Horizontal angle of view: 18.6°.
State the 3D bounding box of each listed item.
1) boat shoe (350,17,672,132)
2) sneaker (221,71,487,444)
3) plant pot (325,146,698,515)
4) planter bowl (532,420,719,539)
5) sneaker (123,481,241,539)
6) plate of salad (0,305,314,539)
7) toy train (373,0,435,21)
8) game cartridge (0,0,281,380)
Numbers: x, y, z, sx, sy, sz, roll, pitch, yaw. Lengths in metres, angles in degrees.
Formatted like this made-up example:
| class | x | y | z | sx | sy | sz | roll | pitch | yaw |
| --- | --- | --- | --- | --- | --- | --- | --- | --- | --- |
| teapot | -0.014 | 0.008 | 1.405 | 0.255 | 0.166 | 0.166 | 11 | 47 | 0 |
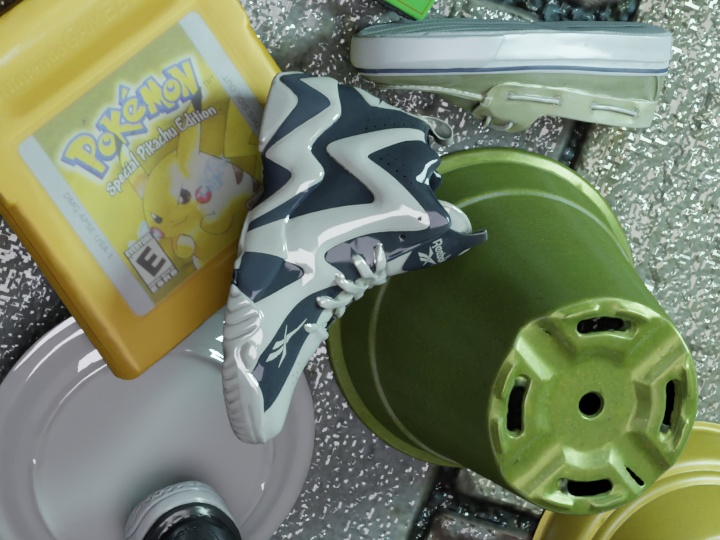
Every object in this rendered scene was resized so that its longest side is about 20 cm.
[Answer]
| class | x | y | z | sx | sy | sz | roll | pitch | yaw |
| --- | --- | --- | --- | --- | --- | --- | --- | --- | --- |
| boat shoe | 0.089 | -0.110 | 1.260 | 0.198 | 0.072 | 0.063 | -1 | 103 | -19 |
| sneaker | 0.000 | 0.000 | 1.178 | 0.128 | 0.080 | 0.201 | 9 | 76 | 4 |
| plant pot | 0.099 | 0.050 | 1.244 | 0.198 | 0.190 | 0.202 | -5 | 107 | -15 |
| planter bowl | 0.209 | 0.202 | 1.376 | 0.199 | 0.083 | 0.202 | -4 | 106 | -15 |
| sneaker | -0.081 | 0.222 | 1.255 | 0.075 | 0.114 | 0.201 | -20 | 134 | -10 |
| plate of salad | -0.124 | 0.100 | 1.270 | 0.198 | 0.048 | 0.202 | -8 | 116 | -17 |
| toy train | -0.033 | -0.203 | 1.217 | 0.199 | 0.042 | 0.057 | 28 | 107 | -21 |
| game cartridge | -0.118 | -0.072 | 1.200 | 0.176 | 0.032 | 0.201 | -40 | 108 | -20 |
